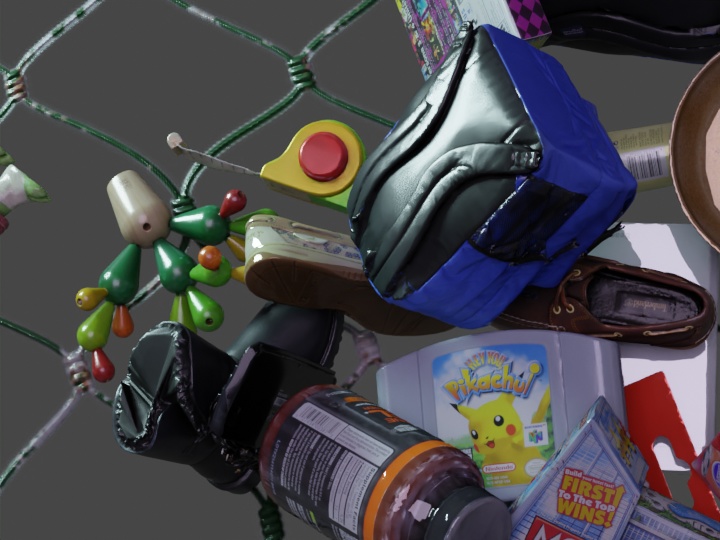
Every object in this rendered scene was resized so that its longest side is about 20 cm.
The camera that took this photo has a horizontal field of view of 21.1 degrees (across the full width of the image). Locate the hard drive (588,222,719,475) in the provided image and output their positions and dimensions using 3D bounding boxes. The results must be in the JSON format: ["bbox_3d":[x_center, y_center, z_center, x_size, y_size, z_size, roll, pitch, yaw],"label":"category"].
[{"bbox_3d":[0.223,0.062,1.569,0.130,0.026,0.202,1,78,9],"label":"hard drive"}]

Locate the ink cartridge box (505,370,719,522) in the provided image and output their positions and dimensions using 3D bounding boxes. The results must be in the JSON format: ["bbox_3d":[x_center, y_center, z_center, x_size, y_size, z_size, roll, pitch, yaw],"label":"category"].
[{"bbox_3d":[0.169,0.188,1.513,0.199,0.057,0.164,-26,75,22],"label":"ink cartridge box"}]

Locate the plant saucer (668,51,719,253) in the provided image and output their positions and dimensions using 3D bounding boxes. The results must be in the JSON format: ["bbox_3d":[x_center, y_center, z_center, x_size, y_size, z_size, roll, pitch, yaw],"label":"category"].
[{"bbox_3d":[0.340,-0.089,1.515,0.198,0.035,0.203,-1,80,5],"label":"plant saucer"}]

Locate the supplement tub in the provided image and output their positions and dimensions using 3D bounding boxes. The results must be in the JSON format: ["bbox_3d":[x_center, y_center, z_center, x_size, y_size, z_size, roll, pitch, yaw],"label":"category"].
[{"bbox_3d":[0.021,0.165,1.443,0.199,0.107,0.108,25,81,44],"label":"supplement tub"}]

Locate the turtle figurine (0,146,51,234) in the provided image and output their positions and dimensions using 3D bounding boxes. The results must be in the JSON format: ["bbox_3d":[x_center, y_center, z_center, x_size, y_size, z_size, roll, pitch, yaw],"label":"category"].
[{"bbox_3d":[-0.342,-0.009,1.620,0.144,0.200,0.194,43,81,-19],"label":"turtle figurine"}]

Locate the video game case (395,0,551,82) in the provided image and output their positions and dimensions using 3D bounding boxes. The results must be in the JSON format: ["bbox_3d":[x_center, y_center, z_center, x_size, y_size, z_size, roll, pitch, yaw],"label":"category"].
[{"bbox_3d":[0.078,-0.237,1.585,0.035,0.181,0.202,-13,73,-22],"label":"video game case"}]

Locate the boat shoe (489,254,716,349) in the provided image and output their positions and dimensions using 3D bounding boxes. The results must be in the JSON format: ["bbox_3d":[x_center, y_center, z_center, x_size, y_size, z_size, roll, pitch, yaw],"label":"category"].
[{"bbox_3d":[0.183,0.020,1.536,0.198,0.070,0.071,4,79,12],"label":"boat shoe"}]

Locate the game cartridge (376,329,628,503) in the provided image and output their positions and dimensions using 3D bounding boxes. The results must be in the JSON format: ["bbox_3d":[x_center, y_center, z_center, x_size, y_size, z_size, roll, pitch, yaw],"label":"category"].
[{"bbox_3d":[0.108,0.115,1.506,0.198,0.040,0.135,-9,76,20],"label":"game cartridge"}]

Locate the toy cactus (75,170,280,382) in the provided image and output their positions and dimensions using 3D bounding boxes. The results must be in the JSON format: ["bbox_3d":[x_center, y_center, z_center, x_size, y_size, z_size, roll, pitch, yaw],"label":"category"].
[{"bbox_3d":[-0.170,-0.014,1.624,0.199,0.102,0.166,-38,64,8],"label":"toy cactus"}]

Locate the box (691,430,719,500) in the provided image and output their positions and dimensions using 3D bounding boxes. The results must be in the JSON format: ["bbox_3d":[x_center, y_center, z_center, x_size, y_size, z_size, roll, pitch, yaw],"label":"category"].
[{"bbox_3d":[0.362,0.113,1.469,0.199,0.103,0.095,-36,76,-16],"label":"box"}]

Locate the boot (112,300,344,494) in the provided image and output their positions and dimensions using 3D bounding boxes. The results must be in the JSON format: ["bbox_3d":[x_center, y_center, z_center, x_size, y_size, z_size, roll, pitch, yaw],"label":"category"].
[{"bbox_3d":[-0.103,0.072,1.541,0.076,0.168,0.201,24,82,32],"label":"boot"}]

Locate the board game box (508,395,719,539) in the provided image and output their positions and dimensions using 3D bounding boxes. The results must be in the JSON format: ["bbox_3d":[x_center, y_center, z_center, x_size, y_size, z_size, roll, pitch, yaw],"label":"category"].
[{"bbox_3d":[0.181,0.208,1.432,0.198,0.062,0.201,24,109,7],"label":"board game box"}]

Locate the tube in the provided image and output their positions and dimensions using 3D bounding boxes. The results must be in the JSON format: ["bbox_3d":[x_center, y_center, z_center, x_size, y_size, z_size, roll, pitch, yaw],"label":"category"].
[{"bbox_3d":[0.169,-0.081,1.603,0.198,0.052,0.058,-11,34,10],"label":"tube"}]

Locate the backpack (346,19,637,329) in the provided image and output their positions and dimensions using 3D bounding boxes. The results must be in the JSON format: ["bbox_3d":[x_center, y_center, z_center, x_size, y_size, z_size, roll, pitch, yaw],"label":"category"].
[{"bbox_3d":[0.098,-0.051,1.478,0.200,0.167,0.163,-46,41,26],"label":"backpack"}]

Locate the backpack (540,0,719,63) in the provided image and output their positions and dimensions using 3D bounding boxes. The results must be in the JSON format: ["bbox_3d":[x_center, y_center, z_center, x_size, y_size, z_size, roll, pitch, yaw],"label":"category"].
[{"bbox_3d":[0.237,-0.271,1.565,0.198,0.163,0.169,14,56,13],"label":"backpack"}]

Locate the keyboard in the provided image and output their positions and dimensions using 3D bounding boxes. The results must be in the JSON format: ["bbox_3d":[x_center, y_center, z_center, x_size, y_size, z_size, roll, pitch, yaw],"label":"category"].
[{"bbox_3d":[-0.080,0.107,1.498,0.039,0.200,0.105,25,87,20],"label":"keyboard"}]

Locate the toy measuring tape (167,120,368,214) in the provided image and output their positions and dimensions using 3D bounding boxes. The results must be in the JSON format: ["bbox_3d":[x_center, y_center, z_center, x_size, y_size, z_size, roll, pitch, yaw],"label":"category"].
[{"bbox_3d":[-0.062,-0.102,1.632,0.198,0.074,0.074,19,81,12],"label":"toy measuring tape"}]

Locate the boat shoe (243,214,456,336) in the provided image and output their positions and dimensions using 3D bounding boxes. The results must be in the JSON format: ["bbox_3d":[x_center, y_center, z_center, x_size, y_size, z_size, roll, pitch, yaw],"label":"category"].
[{"bbox_3d":[0.000,0.000,1.568,0.198,0.073,0.063,16,45,-24],"label":"boat shoe"}]
